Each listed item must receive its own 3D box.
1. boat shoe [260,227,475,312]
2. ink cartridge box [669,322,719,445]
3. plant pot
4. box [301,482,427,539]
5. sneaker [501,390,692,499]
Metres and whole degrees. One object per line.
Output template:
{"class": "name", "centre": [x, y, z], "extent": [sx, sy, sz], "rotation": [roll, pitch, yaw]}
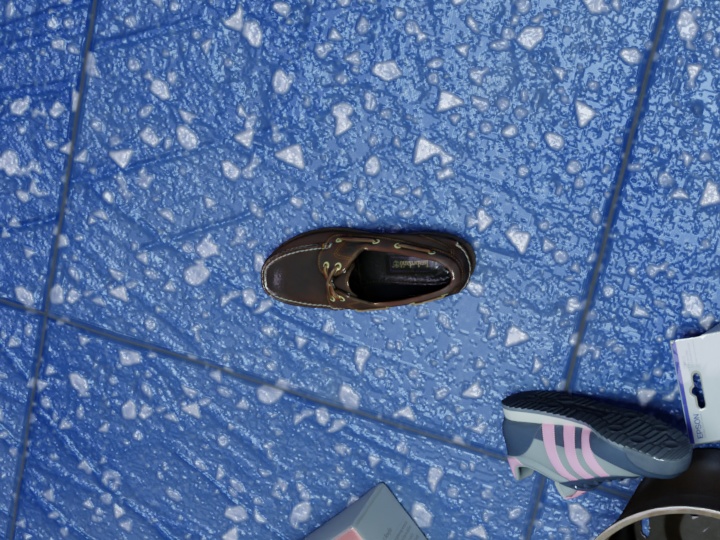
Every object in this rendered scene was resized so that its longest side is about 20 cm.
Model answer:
{"class": "boat shoe", "centre": [0.000, 0.000, 1.682], "extent": [0.198, 0.070, 0.071], "rotation": [-7, 105, 19]}
{"class": "ink cartridge box", "centre": [0.369, 0.085, 1.616], "extent": [0.198, 0.039, 0.100], "rotation": [-8, 103, 17]}
{"class": "plant pot", "centre": [0.284, 0.254, 1.603], "extent": [0.199, 0.198, 0.202], "rotation": [4, 107, 14]}
{"class": "box", "centre": [0.012, 0.329, 1.754], "extent": [0.152, 0.106, 0.200], "rotation": [-37, 93, 22]}
{"class": "sneaker", "centre": [0.204, 0.161, 1.640], "extent": [0.199, 0.070, 0.083], "rotation": [15, 113, 49]}
